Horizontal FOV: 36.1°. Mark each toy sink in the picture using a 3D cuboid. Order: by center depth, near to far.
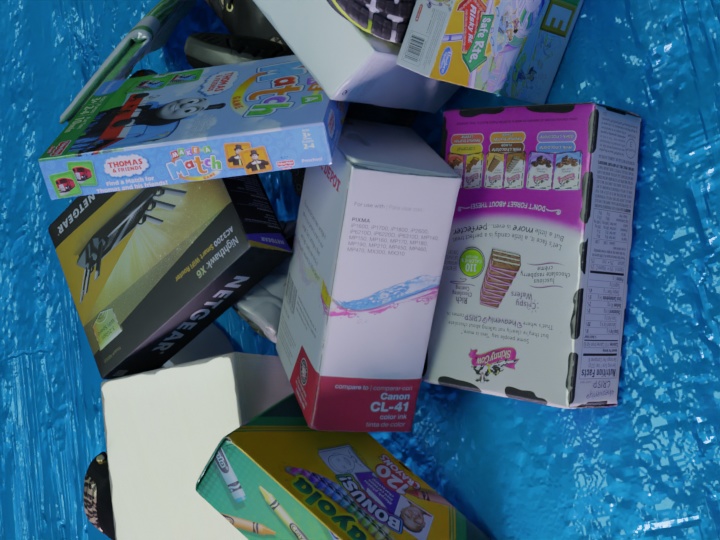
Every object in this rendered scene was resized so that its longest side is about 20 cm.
[{"bbox_3d":[-0.120,0.179,0.912,0.130,0.112,0.200,-14,77,22],"label":"toy sink"}]

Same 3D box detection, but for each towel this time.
[{"bbox_3d":[-0.202,-0.223,1.059,0.023,0.200,0.153,42,128,-12],"label":"towel"}]

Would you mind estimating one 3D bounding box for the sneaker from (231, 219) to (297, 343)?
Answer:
[{"bbox_3d":[-0.087,-0.008,0.992,0.099,0.078,0.200,-45,34,-6],"label":"sneaker"}]

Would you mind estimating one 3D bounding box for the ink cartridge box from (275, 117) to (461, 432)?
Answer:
[{"bbox_3d":[0.000,0.000,0.825,0.148,0.086,0.200,-121,40,-65],"label":"ink cartridge box"}]

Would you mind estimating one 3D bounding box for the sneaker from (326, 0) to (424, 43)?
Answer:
[{"bbox_3d":[0.033,-0.205,0.771,0.081,0.200,0.074,27,115,31],"label":"sneaker"}]

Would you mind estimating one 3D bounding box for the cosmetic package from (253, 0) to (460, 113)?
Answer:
[{"bbox_3d":[-0.022,-0.208,0.820,0.052,0.151,0.200,-45,71,24],"label":"cosmetic package"}]

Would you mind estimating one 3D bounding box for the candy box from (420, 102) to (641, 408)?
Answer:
[{"bbox_3d":[0.117,-0.012,0.774,0.136,0.061,0.200,6,91,47],"label":"candy box"}]

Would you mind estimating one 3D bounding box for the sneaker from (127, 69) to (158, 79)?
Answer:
[{"bbox_3d":[-0.152,-0.090,1.025,0.078,0.112,0.200,-25,66,32],"label":"sneaker"}]

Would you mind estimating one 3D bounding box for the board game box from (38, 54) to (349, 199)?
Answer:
[{"bbox_3d":[-0.111,-0.109,0.799,0.200,0.151,0.037,-6,119,9],"label":"board game box"}]

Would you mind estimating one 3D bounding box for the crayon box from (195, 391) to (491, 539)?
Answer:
[{"bbox_3d":[-0.006,0.181,0.798,0.200,0.119,0.058,39,118,14],"label":"crayon box"}]

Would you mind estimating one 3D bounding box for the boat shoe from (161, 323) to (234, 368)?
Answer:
[{"bbox_3d":[-0.185,0.073,1.089,0.200,0.069,0.057,37,132,43],"label":"boat shoe"}]

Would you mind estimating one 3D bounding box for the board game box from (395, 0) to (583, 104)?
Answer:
[{"bbox_3d":[0.110,-0.220,0.743,0.034,0.134,0.200,32,110,39],"label":"board game box"}]

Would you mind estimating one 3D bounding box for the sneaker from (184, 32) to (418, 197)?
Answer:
[{"bbox_3d":[-0.061,-0.123,0.911,0.199,0.076,0.114,22,114,2],"label":"sneaker"}]

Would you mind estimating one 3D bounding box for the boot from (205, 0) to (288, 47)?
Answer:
[{"bbox_3d":[-0.053,-0.256,0.963,0.200,0.073,0.151,-40,63,30],"label":"boot"}]

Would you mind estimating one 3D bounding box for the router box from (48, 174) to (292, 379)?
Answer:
[{"bbox_3d":[-0.165,-0.026,0.920,0.200,0.052,0.157,-40,63,28],"label":"router box"}]

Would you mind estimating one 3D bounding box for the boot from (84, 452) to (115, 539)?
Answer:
[{"bbox_3d":[-0.201,0.204,1.076,0.151,0.073,0.200,28,110,45],"label":"boot"}]
